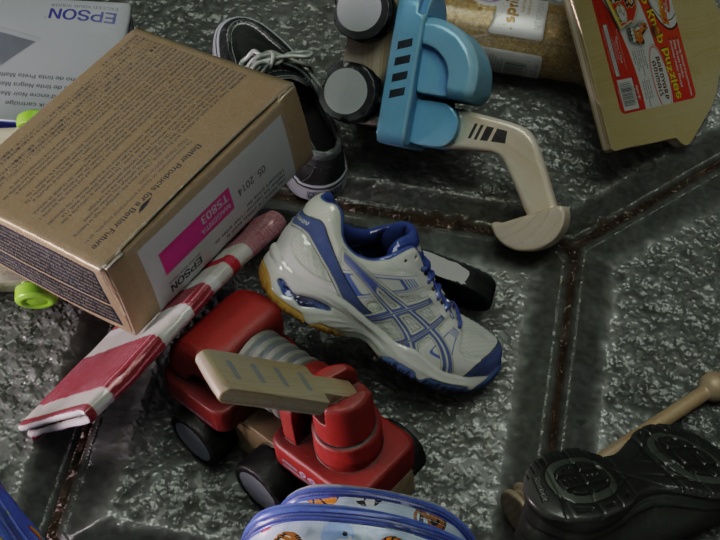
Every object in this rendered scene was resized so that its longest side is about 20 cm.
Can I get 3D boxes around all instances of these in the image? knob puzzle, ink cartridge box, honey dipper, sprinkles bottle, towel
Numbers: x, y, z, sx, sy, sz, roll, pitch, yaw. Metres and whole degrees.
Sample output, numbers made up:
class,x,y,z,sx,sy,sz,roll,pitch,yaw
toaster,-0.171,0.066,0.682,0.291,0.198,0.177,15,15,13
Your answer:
class,x,y,z,sx,sy,sz,roll,pitch,yaw
knob puzzle,0.234,-0.196,1.188,0.219,0.030,0.221,11,73,-39
ink cartridge box,-0.296,-0.144,1.177,0.198,0.041,0.201,3,55,-1
ink cartridge box,-0.159,-0.069,1.015,0.164,0.075,0.200,25,58,32
honey dipper,0.186,0.122,1.010,0.199,0.038,0.038,-29,61,-23
sprinkles bottle,0.106,-0.203,1.218,0.199,0.068,0.068,10,55,4
towel,-0.144,0.041,1.001,0.023,0.144,0.200,49,61,-12

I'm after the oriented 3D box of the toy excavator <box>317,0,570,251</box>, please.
class,x,y,z,sx,sy,sz,roll,pitch,yaw
toy excavator,0.074,-0.123,1.119,0.199,0.100,0.196,10,93,17

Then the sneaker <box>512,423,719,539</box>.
class,x,y,z,sx,sy,sz,roll,pitch,yaw
sneaker,0.179,0.161,0.962,0.199,0.091,0.076,-2,35,-30

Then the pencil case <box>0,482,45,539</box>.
class,x,y,z,sx,sy,sz,roll,pitch,yaw
pencil case,-0.240,0.181,0.922,0.078,0.087,0.200,-15,53,-42

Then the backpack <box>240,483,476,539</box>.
class,x,y,z,sx,sy,sz,roll,pitch,yaw
backpack,0.002,0.214,0.843,0.199,0.191,0.155,4,54,2

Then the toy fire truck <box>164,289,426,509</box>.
class,x,y,z,sx,sy,sz,roll,pitch,yaw
toy fire truck,-0.060,0.077,0.922,0.176,0.200,0.129,33,59,29

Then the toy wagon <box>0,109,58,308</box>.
class,x,y,z,sx,sy,sz,roll,pitch,yaw
toy wagon,-0.258,-0.046,1.095,0.199,0.040,0.156,-3,70,-5

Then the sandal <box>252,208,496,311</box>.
class,x,y,z,sx,sy,sz,roll,pitch,yaw
sandal,0.001,0.000,1.071,0.199,0.075,0.048,17,73,10

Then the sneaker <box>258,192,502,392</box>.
class,x,y,z,sx,sy,sz,roll,pitch,yaw
sneaker,0.031,0.016,1.001,0.199,0.088,0.075,25,18,-27

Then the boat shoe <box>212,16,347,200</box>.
class,x,y,z,sx,sy,sz,roll,pitch,yaw
boat shoe,-0.068,-0.149,1.172,0.073,0.068,0.200,-16,57,-13
